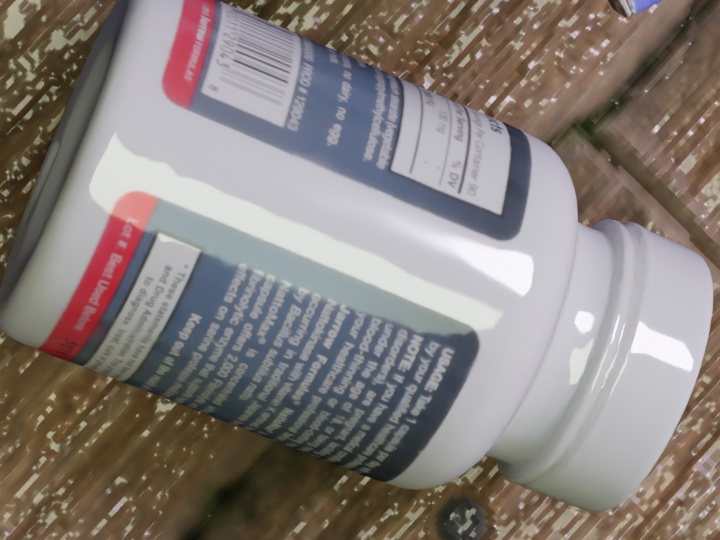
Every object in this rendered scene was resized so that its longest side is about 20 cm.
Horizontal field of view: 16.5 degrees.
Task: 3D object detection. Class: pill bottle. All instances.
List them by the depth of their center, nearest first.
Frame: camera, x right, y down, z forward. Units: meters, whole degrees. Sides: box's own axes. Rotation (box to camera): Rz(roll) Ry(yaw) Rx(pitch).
[{"bbox_3d":[0.000,0.000,0.771,0.200,0.120,0.120,23,92,-12],"label":"pill bottle"}]

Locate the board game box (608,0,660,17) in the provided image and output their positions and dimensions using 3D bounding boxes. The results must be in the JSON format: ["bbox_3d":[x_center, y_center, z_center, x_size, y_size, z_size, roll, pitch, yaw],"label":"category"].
[{"bbox_3d":[0.117,-0.181,0.742,0.200,0.159,0.097,-29,116,-6],"label":"board game box"}]
